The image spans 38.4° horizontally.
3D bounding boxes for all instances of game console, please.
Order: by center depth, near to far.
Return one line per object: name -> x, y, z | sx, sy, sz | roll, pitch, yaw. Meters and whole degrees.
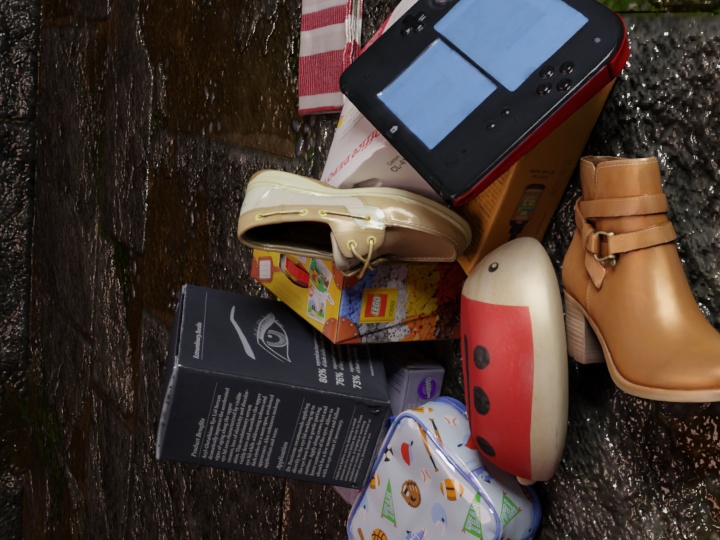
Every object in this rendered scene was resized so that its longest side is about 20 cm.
game console -> 0.087, -0.156, 0.779 | 0.176, 0.031, 0.200 | -39, 45, 1

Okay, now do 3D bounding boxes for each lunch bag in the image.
lunch bag -> 0.069, 0.215, 0.928 | 0.160, 0.075, 0.201 | 48, 131, 31

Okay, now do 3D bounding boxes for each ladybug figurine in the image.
ladybug figurine -> 0.120, 0.075, 0.828 | 0.136, 0.071, 0.202 | -125, 31, -85

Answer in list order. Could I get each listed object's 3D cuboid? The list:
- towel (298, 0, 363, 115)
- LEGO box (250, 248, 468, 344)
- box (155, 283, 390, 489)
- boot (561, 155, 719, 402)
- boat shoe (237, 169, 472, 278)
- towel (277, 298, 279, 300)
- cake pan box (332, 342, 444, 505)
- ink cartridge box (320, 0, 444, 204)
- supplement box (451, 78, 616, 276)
towel -> -0.040, -0.286, 1.210 | 0.144, 0.023, 0.202 | 11, 100, 62
LEGO box -> 0.000, 0.000, 1.006 | 0.200, 0.148, 0.078 | 32, 118, 57
box -> -0.084, 0.106, 0.968 | 0.148, 0.198, 0.105 | -99, 23, -62
boot -> 0.200, 0.000, 0.709 | 0.200, 0.073, 0.157 | -159, 67, -63
boat shoe -> -0.008, -0.029, 0.861 | 0.074, 0.198, 0.067 | 76, -152, -54
towel -> -0.074, 0.038, 1.232 | 0.200, 0.018, 0.087 | 135, 135, -67
cake pan box -> 0.006, 0.151, 1.099 | 0.200, 0.052, 0.186 | 32, 116, 57
ink cartridge box -> 0.042, -0.143, 0.921 | 0.147, 0.085, 0.202 | -37, 34, 55
supplement box -> 0.133, -0.091, 0.848 | 0.069, 0.066, 0.201 | 55, 135, 46
